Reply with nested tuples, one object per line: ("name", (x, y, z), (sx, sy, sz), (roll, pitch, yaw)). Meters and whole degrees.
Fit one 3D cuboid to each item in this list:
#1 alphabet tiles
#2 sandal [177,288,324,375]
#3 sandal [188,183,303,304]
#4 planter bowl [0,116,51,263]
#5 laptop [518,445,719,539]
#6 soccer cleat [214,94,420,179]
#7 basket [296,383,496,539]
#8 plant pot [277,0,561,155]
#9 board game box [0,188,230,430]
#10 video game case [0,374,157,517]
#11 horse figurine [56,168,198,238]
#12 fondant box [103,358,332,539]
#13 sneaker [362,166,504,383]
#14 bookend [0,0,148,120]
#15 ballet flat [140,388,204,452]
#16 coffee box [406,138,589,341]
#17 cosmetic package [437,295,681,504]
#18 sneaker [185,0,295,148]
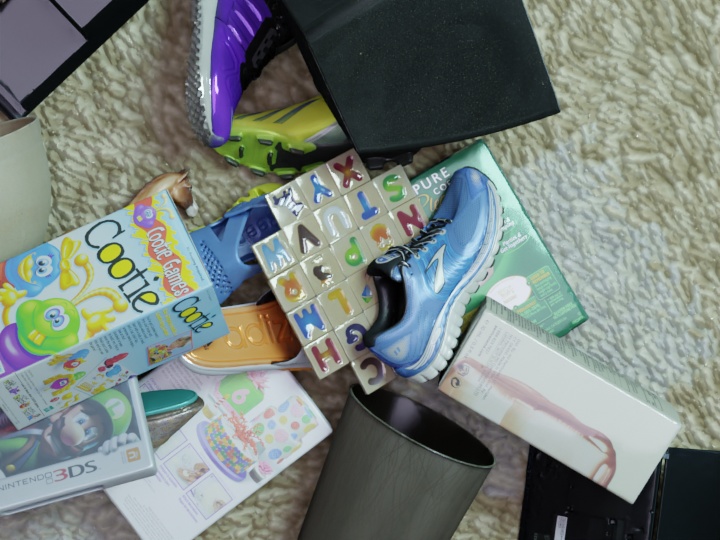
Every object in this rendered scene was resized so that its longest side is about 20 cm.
("alphabet tiles", (0.000, 0.000, 1.583), (0.166, 0.006, 0.200), (-29, 96, -24))
("sandal", (-0.069, 0.051, 1.579), (0.207, 0.059, 0.079), (-11, 74, -39))
("sandal", (-0.124, -0.011, 1.587), (0.200, 0.087, 0.080), (-41, 107, -17))
("planter bowl", (-0.356, -0.040, 1.549), (0.200, 0.200, 0.135), (-19, 103, -4))
("laptop", (0.259, 0.248, 1.673), (0.200, 0.103, 0.177), (6, 88, 22))
("soccer cleat", (-0.039, -0.135, 1.640), (0.200, 0.065, 0.084), (-2, 58, 1))
("basket", (0.015, 0.226, 1.590), (0.136, 0.180, 0.200), (21, 99, -24))
("plant pot", (0.035, -0.216, 1.536), (0.177, 0.200, 0.200), (-27, 127, -1))
("board game box", (-0.227, 0.033, 1.489), (0.200, 0.105, 0.103), (-24, 65, -7))
("video game case", (-0.284, 0.107, 1.530), (0.182, 0.023, 0.200), (-15, 64, -3))
("horse figurine", (-0.231, -0.002, 1.621), (0.200, 0.050, 0.133), (-19, 98, -7))
("fondant box", (-0.147, 0.148, 1.621), (0.200, 0.058, 0.144), (-37, 91, -3))
("sneaker", (0.060, -0.006, 1.564), (0.089, 0.079, 0.200), (27, 74, -21))
("bookend", (-0.270, -0.233, 1.546), (0.200, 0.199, 0.092), (-44, 94, -3))
("ballet flat", (-0.233, 0.150, 1.564), (0.200, 0.068, 0.067), (-7, 107, 2))
("coffee box", (0.111, -0.009, 1.647), (0.123, 0.044, 0.200), (-32, 92, -2))
("cosmetic package", (0.175, 0.113, 1.575), (0.200, 0.103, 0.087), (30, 97, 2))
("sneaker", (-0.104, -0.206, 1.607), (0.099, 0.070, 0.200), (5, 73, -13))
